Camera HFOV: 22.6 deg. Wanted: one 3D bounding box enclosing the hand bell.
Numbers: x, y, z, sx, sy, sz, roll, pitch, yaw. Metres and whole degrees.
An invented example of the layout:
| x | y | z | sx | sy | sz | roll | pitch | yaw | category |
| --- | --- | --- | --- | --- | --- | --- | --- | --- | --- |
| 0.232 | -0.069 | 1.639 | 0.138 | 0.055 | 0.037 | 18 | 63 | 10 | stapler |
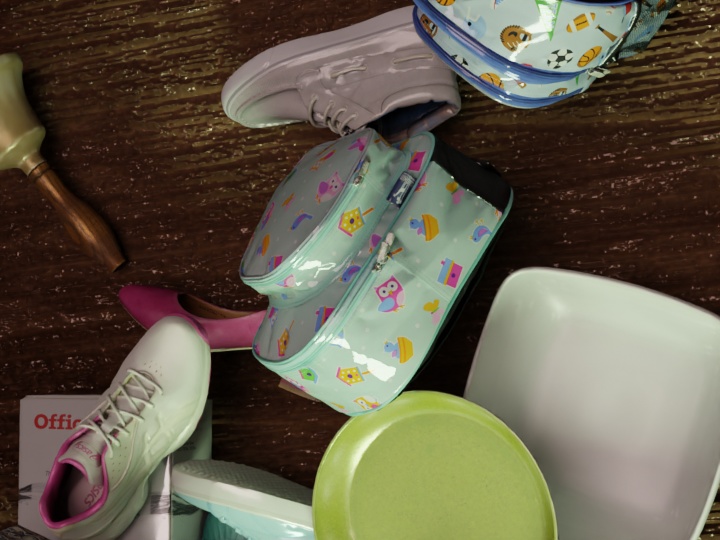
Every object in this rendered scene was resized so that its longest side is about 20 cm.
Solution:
| x | y | z | sx | sy | sz | roll | pitch | yaw | category |
| --- | --- | --- | --- | --- | --- | --- | --- | --- | --- |
| -0.268 | -0.079 | 1.542 | 0.104 | 0.104 | 0.200 | -43 | 85 | 15 | hand bell |

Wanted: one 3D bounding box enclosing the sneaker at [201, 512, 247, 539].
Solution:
| x | y | z | sx | sy | sz | roll | pitch | yaw | category |
| --- | --- | --- | --- | --- | --- | --- | --- | --- | --- |
| -0.101 | 0.282 | 1.439 | 0.071 | 0.080 | 0.200 | -7 | 86 | 24 | sneaker |

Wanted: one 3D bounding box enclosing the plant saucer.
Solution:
| x | y | z | sx | sy | sz | roll | pitch | yaw | category |
| --- | --- | --- | --- | --- | --- | --- | --- | --- | --- |
| 0.058 | 0.186 | 1.330 | 0.200 | 0.031 | 0.200 | 3 | 97 | 28 | plant saucer |

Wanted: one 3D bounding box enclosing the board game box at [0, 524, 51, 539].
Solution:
| x | y | z | sx | sy | sz | roll | pitch | yaw | category |
| --- | --- | --- | --- | --- | --- | --- | --- | --- | --- |
| -0.220 | 0.306 | 1.340 | 0.200 | 0.097 | 0.160 | 20 | 106 | 24 | board game box |

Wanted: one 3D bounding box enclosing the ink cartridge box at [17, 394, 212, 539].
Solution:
| x | y | z | sx | sy | sz | roll | pitch | yaw | category |
| --- | --- | --- | --- | --- | --- | --- | --- | --- | --- |
| -0.201 | 0.202 | 1.485 | 0.146 | 0.084 | 0.200 | 0 | 87 | 22 | ink cartridge box |

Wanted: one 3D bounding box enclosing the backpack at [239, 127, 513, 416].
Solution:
| x | y | z | sx | sy | sz | roll | pitch | yaw | category |
| --- | --- | --- | --- | --- | --- | --- | --- | --- | --- |
| 0.000 | 0.000 | 1.324 | 0.176 | 0.153 | 0.200 | -6 | 60 | 65 | backpack |

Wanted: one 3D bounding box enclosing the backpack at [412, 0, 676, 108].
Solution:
| x | y | z | sx | sy | sz | roll | pitch | yaw | category |
| --- | --- | --- | --- | --- | --- | --- | --- | --- | --- |
| 0.120 | -0.212 | 1.314 | 0.200 | 0.190 | 0.154 | 37 | 118 | 20 | backpack |

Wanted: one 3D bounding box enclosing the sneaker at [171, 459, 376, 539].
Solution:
| x | y | z | sx | sy | sz | roll | pitch | yaw | category |
| --- | --- | --- | --- | --- | --- | --- | --- | --- | --- |
| -0.061 | 0.211 | 1.411 | 0.200 | 0.074 | 0.082 | 19 | 96 | 6 | sneaker |

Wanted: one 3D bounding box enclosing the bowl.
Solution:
| x | y | z | sx | sy | sz | roll | pitch | yaw | category |
| --- | --- | --- | --- | --- | --- | --- | --- | --- | --- |
| 0.182 | 0.107 | 1.333 | 0.200 | 0.075 | 0.200 | 17 | 94 | 24 | bowl |

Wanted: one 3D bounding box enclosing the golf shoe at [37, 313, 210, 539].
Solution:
| x | y | z | sx | sy | sz | roll | pitch | yaw | category |
| --- | --- | --- | --- | --- | --- | --- | --- | --- | --- |
| -0.181 | 0.124 | 1.388 | 0.075 | 0.092 | 0.200 | 28 | 95 | 18 | golf shoe |

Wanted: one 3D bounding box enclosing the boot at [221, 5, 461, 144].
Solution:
| x | y | z | sx | sy | sz | roll | pitch | yaw | category |
| --- | --- | --- | --- | --- | --- | --- | --- | --- | --- |
| -0.017 | -0.133 | 1.419 | 0.200 | 0.074 | 0.096 | -20 | 59 | 20 | boot |

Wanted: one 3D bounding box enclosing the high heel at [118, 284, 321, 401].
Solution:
| x | y | z | sx | sy | sz | roll | pitch | yaw | category |
| --- | --- | --- | --- | --- | --- | --- | --- | --- | --- |
| -0.097 | 0.026 | 1.459 | 0.200 | 0.067 | 0.096 | 21 | 106 | 8 | high heel |
